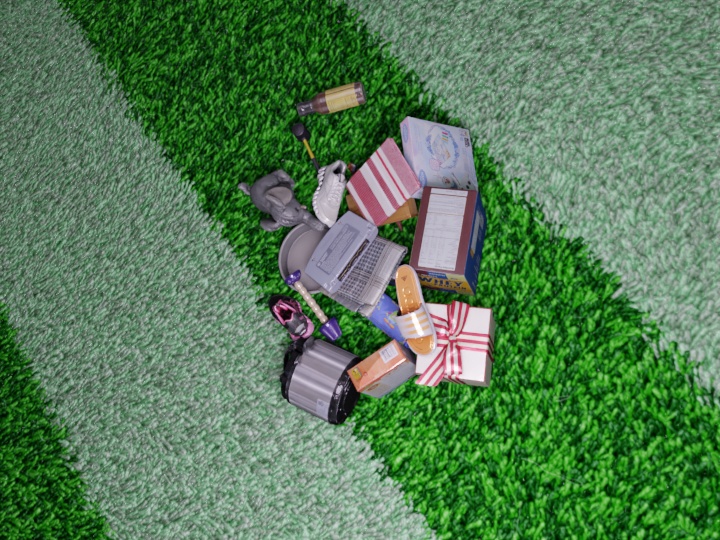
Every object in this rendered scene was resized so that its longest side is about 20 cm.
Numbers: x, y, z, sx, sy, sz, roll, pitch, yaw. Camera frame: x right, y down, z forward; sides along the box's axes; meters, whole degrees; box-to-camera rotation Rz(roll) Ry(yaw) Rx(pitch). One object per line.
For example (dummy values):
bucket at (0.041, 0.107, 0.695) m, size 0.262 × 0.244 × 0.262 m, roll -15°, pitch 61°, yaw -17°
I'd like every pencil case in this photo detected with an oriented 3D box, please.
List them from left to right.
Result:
pencil case at (0.068, 0.116, 1.602) m, size 0.086 × 0.079 × 0.199 m, roll -37°, pitch 65°, yaw -27°

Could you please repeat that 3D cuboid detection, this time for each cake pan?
cake pan at (-0.123, -0.034, 1.723) m, size 0.196 × 0.037 × 0.205 m, roll -4°, pitch 75°, yaw 16°

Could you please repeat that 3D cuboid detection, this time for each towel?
towel at (0.000, 0.000, 1.607) m, size 0.191 × 0.034 × 0.203 m, roll 23°, pitch 80°, yaw 39°
towel at (0.054, -0.210, 1.586) m, size 0.200 × 0.023 × 0.146 m, roll -40°, pitch 77°, yaw 44°

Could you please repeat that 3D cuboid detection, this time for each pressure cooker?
pressure cooker at (-0.103, 0.259, 1.564) m, size 0.197 × 0.178 × 0.179 m, roll 20°, pitch 85°, yaw 20°

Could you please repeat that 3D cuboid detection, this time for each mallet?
mallet at (-0.132, -0.318, 1.807) m, size 0.041 × 0.066 × 0.203 m, roll -27°, pitch 84°, yaw 9°

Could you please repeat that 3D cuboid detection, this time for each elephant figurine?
elephant figurine at (-0.209, -0.169, 1.703) m, size 0.153 × 0.142 × 0.201 m, roll -32°, pitch 45°, yaw 5°

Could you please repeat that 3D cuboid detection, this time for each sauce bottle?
sauce bottle at (-0.083, -0.480, 1.816) m, size 0.196 × 0.065 × 0.066 m, roll -10°, pitch 73°, yaw 14°

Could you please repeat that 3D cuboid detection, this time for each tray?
tray at (0.051, -0.166, 1.639) m, size 0.198 × 0.037 × 0.101 m, roll -11°, pitch 94°, yaw 45°

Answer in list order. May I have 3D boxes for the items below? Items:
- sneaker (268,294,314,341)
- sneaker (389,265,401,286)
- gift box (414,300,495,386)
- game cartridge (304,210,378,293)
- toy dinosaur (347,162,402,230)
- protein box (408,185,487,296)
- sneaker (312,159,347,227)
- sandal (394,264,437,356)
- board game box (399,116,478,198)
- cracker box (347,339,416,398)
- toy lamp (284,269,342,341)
sneaker at (-0.195, 0.104, 1.651) m, size 0.079 × 0.095 × 0.199 m, roll -48°, pitch 39°, yaw -5°
sneaker at (0.066, -0.007, 1.633) m, size 0.196 × 0.076 × 0.079 m, roll 11°, pitch 76°, yaw 25°
gift box at (0.209, 0.180, 1.485) m, size 0.195 × 0.187 × 0.189 m, roll -1°, pitch 75°, yaw 15°
game cartridge at (-0.053, -0.051, 1.639) m, size 0.133 × 0.040 × 0.201 m, roll 34°, pitch 86°, yaw 42°
toy dinosaur at (0.036, -0.222, 1.701) m, size 0.179 × 0.104 × 0.205 m, roll 10°, pitch 87°, yaw 36°
protein box at (0.216, -0.066, 1.541) m, size 0.132 × 0.198 × 0.205 m, roll 8°, pitch 78°, yaw 20°
sneaker at (-0.076, -0.209, 1.701) m, size 0.080 × 0.075 × 0.204 m, roll -26°, pitch 48°, yaw 38°
sandal at (0.105, 0.090, 1.423) m, size 0.078 × 0.059 × 0.211 m, roll -24°, pitch 75°, yaw 34°
board game box at (0.200, -0.273, 1.619) m, size 0.043 × 0.195 × 0.205 m, roll -30°, pitch 60°, yaw 54°
cracker box at (0.062, 0.235, 1.507) m, size 0.133 × 0.200 × 0.058 m, roll -34°, pitch 67°, yaw 5°
toy lamp at (-0.118, 0.093, 1.656) m, size 0.058 × 0.058 × 0.202 m, roll -35°, pitch 87°, yaw 4°
